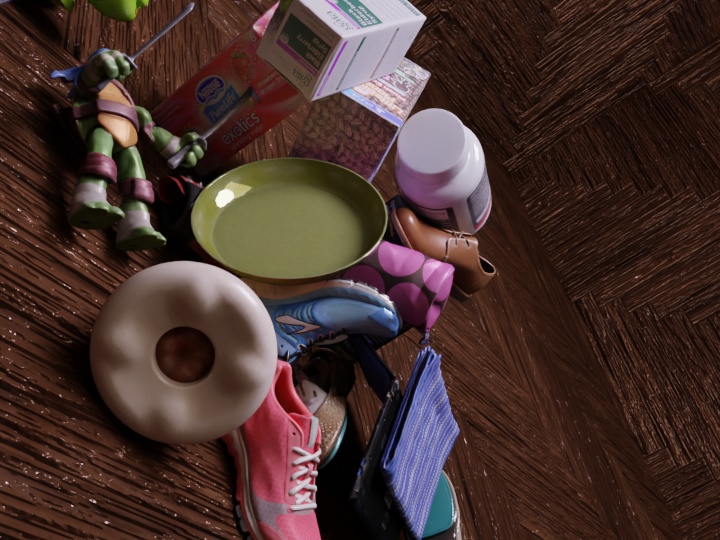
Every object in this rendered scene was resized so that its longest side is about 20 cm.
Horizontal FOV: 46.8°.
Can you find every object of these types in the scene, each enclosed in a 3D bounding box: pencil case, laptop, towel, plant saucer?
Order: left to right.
[{"bbox_3d":[-0.071,-0.047,0.846,0.201,0.197,0.031,-100,-171,-49],"label":"plant saucer"},{"bbox_3d":[0.000,0.000,0.906,0.198,0.092,0.094,24,3,9],"label":"pencil case"},{"bbox_3d":[0.002,0.173,0.887,0.178,0.102,0.202,69,38,-51],"label":"laptop"},{"bbox_3d":[0.069,0.190,0.890,0.201,0.024,0.146,69,38,-52],"label":"towel"}]

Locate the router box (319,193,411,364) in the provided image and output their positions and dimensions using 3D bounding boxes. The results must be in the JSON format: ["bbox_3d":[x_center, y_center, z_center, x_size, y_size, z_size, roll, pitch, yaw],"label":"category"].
[{"bbox_3d":[0.016,0.011,1.096,0.052,0.156,0.201,44,22,-33],"label":"router box"}]

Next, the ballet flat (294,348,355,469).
[{"bbox_3d":[-0.048,0.139,0.887,0.065,0.071,0.200,43,13,-9],"label":"ballet flat"}]

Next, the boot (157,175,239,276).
[{"bbox_3d":[-0.161,-0.082,0.940,0.144,0.072,0.201,44,26,-30],"label":"boot"}]

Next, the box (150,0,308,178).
[{"bbox_3d":[-0.138,-0.209,0.968,0.103,0.199,0.095,51,39,-17],"label":"box"}]

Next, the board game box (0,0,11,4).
[{"bbox_3d":[-0.400,-0.320,0.725,0.201,0.061,0.201,52,20,-19],"label":"board game box"}]

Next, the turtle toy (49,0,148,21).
[{"bbox_3d":[-0.305,-0.341,0.864,0.201,0.101,0.146,54,-7,-8],"label":"turtle toy"}]

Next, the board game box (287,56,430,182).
[{"bbox_3d":[-0.008,-0.168,1.012,0.096,0.160,0.201,30,32,-2],"label":"board game box"}]

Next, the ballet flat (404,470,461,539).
[{"bbox_3d":[0.090,0.321,0.955,0.069,0.069,0.201,45,24,-31],"label":"ballet flat"}]

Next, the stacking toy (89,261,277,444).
[{"bbox_3d":[-0.147,0.050,0.728,0.147,0.145,0.200,52,1,-13],"label":"stacking toy"}]

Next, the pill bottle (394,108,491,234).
[{"bbox_3d":[0.102,-0.117,1.030,0.112,0.110,0.200,64,4,20],"label":"pill bottle"}]

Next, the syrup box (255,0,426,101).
[{"bbox_3d":[-0.016,-0.253,0.892,0.079,0.082,0.200,41,33,9],"label":"syrup box"}]

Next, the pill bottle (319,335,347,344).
[{"bbox_3d":[-0.056,-0.013,1.029,0.109,0.108,0.202,37,28,-44],"label":"pill bottle"}]

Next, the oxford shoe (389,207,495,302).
[{"bbox_3d":[0.104,-0.032,1.036,0.199,0.071,0.072,34,31,-47],"label":"oxford shoe"}]

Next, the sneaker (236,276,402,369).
[{"bbox_3d":[-0.056,0.061,0.832,0.079,0.197,0.091,77,13,-69],"label":"sneaker"}]

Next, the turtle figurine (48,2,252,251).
[{"bbox_3d":[-0.196,-0.130,0.767,0.144,0.197,0.197,116,-27,-68],"label":"turtle figurine"}]

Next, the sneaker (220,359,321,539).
[{"bbox_3d":[-0.068,0.170,0.740,0.073,0.086,0.202,19,43,-60],"label":"sneaker"}]
